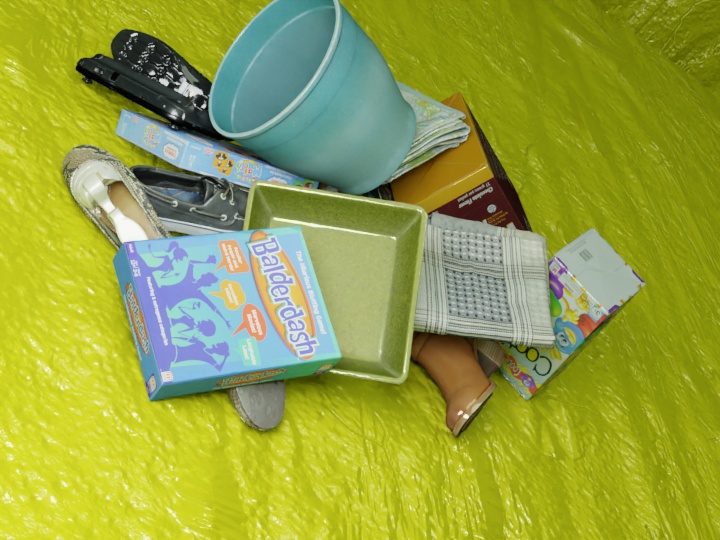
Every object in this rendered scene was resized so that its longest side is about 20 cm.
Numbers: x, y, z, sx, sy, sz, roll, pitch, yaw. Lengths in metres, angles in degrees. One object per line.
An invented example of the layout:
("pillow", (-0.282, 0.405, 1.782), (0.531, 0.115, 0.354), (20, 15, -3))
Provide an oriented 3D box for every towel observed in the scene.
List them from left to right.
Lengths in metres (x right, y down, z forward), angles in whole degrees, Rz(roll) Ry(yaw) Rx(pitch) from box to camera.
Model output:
("towel", (0.019, -0.188, 1.702), (0.199, 0.049, 0.170), (28, 43, 37))
("towel", (0.139, 0.005, 1.582), (0.190, 0.035, 0.201), (8, 42, -5))

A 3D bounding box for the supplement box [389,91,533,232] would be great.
("supplement box", (0.138, -0.091, 1.790), (0.201, 0.132, 0.198), (55, 14, -34))

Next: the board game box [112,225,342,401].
("board game box", (-0.132, 0.039, 1.313), (0.198, 0.045, 0.153), (-7, 67, -32))

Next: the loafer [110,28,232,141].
("loafer", (-0.230, -0.230, 1.668), (0.200, 0.068, 0.070), (36, -7, -7))

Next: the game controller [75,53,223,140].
("game controller", (-0.246, -0.201, 1.545), (0.199, 0.042, 0.104), (30, -2, 35))

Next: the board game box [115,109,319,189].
("board game box", (-0.169, -0.134, 1.559), (0.199, 0.037, 0.151), (15, 9, -43))

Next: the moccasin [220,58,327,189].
("moccasin", (-0.102, -0.186, 1.634), (0.078, 0.073, 0.203), (-38, 101, -43))

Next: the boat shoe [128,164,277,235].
("boat shoe", (-0.170, -0.075, 1.454), (0.198, 0.057, 0.069), (6, 46, -21))

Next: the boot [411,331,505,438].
("boot", (0.089, 0.109, 1.601), (0.154, 0.074, 0.200), (34, 27, -2))

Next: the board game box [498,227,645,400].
("board game box", (0.260, 0.059, 1.721), (0.103, 0.200, 0.105), (47, 45, 12))

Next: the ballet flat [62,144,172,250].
("ballet flat", (-0.249, -0.060, 1.370), (0.200, 0.068, 0.075), (50, 4, 11))

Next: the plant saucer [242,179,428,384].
("plant saucer", (-0.037, 0.016, 1.431), (0.197, 0.048, 0.202), (9, 73, -3))

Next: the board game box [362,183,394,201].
("board game box", (0.055, -0.045, 1.725), (0.200, 0.028, 0.136), (53, 15, -40))

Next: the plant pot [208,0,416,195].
("plant pot", (-0.040, -0.189, 1.517), (0.188, 0.199, 0.201), (37, 25, -37))

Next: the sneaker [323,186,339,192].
("sneaker", (-0.046, -0.141, 1.756), (0.088, 0.081, 0.200), (45, 26, 1))

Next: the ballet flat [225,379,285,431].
("ballet flat", (-0.131, 0.074, 1.355), (0.067, 0.046, 0.202), (-6, 67, -45))
